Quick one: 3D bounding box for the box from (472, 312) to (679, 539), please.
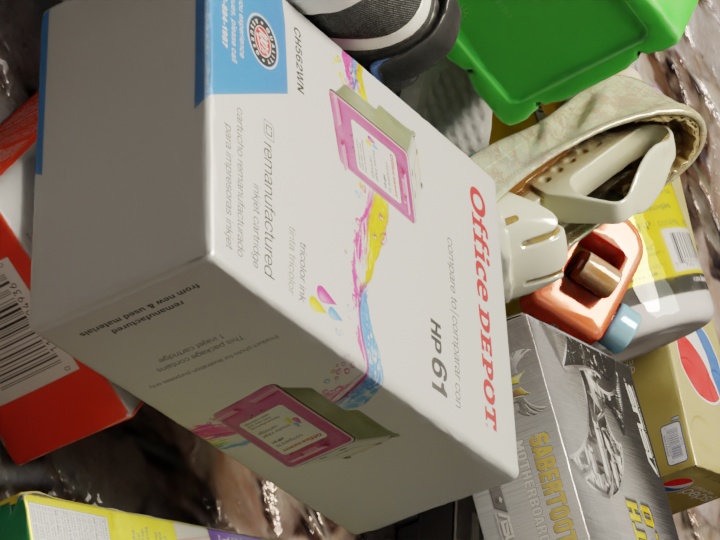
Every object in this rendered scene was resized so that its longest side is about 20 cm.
[{"bbox_3d":[0.103,0.130,1.184,0.158,0.048,0.201,28,45,-65],"label":"box"}]

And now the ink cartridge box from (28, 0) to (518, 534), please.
[{"bbox_3d":[-0.028,-0.008,1.000,0.200,0.084,0.145,38,40,-45],"label":"ink cartridge box"}]

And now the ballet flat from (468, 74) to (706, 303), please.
[{"bbox_3d":[0.080,-0.029,1.161,0.200,0.062,0.068,-39,135,-34],"label":"ballet flat"}]

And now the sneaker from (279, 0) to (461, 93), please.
[{"bbox_3d":[-0.047,-0.121,1.077,0.073,0.199,0.112,-54,141,-9],"label":"sneaker"}]

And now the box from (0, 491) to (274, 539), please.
[{"bbox_3d":[-0.067,0.153,0.983,0.200,0.048,0.118,18,54,-53],"label":"box"}]

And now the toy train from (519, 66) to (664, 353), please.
[{"bbox_3d":[0.072,-0.060,1.251,0.200,0.056,0.151,37,70,-4],"label":"toy train"}]

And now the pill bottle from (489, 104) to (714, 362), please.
[{"bbox_3d":[0.097,-0.051,1.345,0.111,0.111,0.201,-1,71,-60],"label":"pill bottle"}]

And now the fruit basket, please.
[{"bbox_3d":[0.053,-0.190,1.160,0.215,0.155,0.217,41,35,-38],"label":"fruit basket"}]

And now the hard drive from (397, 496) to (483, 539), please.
[{"bbox_3d":[0.089,0.153,1.261,0.200,0.038,0.140,44,36,-35],"label":"hard drive"}]

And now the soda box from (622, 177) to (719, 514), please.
[{"bbox_3d":[0.148,0.026,1.426,0.068,0.064,0.201,22,52,-52],"label":"soda box"}]

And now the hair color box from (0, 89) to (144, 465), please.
[{"bbox_3d":[-0.099,-0.021,1.040,0.102,0.061,0.200,59,30,-14],"label":"hair color box"}]

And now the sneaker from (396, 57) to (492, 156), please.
[{"bbox_3d":[0.000,0.000,1.190,0.078,0.079,0.201,29,70,-47],"label":"sneaker"}]
